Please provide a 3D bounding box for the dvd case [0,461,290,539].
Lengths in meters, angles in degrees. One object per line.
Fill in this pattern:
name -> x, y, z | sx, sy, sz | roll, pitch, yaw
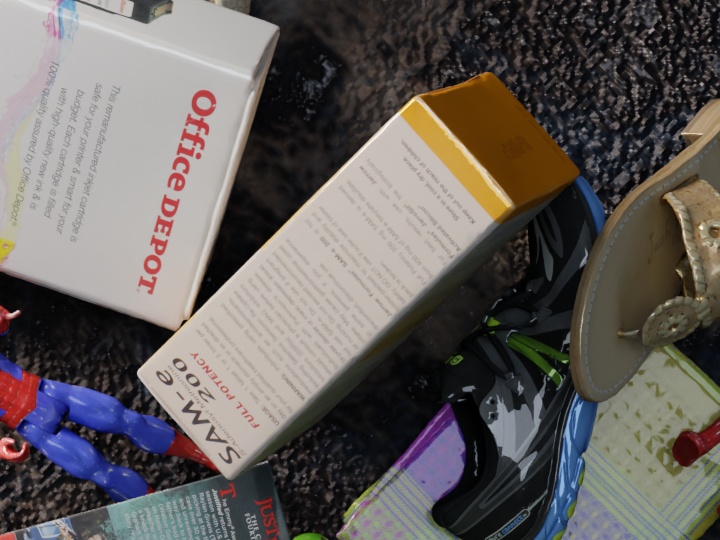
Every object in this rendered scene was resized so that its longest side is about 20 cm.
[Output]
dvd case -> -0.115, 0.185, 1.209 | 0.199, 0.022, 0.147 | -14, 85, -25

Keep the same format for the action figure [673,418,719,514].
action figure -> 0.257, 0.042, 1.264 | 0.200, 0.099, 0.065 | -37, 86, -20

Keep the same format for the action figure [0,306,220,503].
action figure -> -0.144, 0.072, 1.239 | 0.199, 0.099, 0.065 | 27, 80, -13

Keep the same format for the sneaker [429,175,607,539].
sneaker -> 0.080, 0.043, 1.264 | 0.082, 0.071, 0.201 | 12, 86, -6

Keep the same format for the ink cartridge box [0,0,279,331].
ink cartridge box -> -0.156, -0.076, 1.260 | 0.199, 0.083, 0.146 | 19, 114, 0

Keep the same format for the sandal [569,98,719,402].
sandal -> 0.175, -0.016, 1.246 | 0.069, 0.078, 0.212 | 4, 40, 33

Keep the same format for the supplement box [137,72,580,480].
supplement box -> 0.000, 0.000, 1.225 | 0.200, 0.126, 0.074 | -44, 84, 20

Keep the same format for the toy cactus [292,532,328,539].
toy cactus -> -0.016, 0.224, 1.180 | 0.164, 0.102, 0.201 | -21, 80, -10

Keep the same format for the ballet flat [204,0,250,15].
ballet flat -> -0.080, -0.203, 1.317 | 0.062, 0.067, 0.201 | -15, 84, -17

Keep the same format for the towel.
towel -> 0.103, 0.109, 1.304 | 0.144, 0.023, 0.200 | 43, 84, 3
